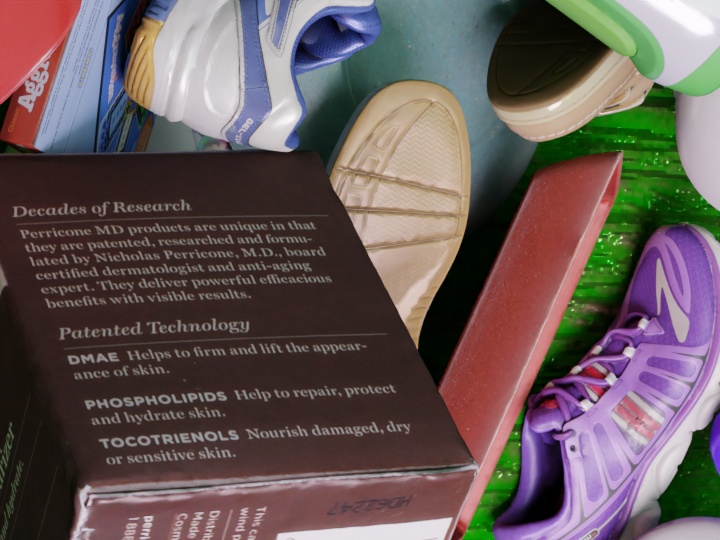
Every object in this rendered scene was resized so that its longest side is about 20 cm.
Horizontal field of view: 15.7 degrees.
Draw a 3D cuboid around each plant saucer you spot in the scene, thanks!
[{"bbox_3d":[0.069,0.037,1.251,0.037,0.200,0.200,24,89,7],"label":"plant saucer"},{"bbox_3d":[0.025,-0.101,1.232,0.201,0.039,0.201,-4,97,-34],"label":"plant saucer"}]

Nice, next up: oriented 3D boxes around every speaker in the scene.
[{"bbox_3d":[0.089,-0.161,1.129,0.200,0.088,0.088,34,83,-13],"label":"speaker"}]

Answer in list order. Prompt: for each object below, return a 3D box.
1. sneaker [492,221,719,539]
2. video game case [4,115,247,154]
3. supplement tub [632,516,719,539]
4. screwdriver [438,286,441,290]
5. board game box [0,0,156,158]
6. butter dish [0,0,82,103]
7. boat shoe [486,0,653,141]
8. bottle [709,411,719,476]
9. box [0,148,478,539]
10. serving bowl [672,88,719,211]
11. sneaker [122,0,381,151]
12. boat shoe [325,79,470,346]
[{"bbox_3d":[0.130,0.067,1.339,0.083,0.081,0.200,22,91,-29],"label":"sneaker"},{"bbox_3d":[-0.087,-0.001,1.214,0.200,0.024,0.182,22,90,-34],"label":"video game case"},{"bbox_3d":[0.205,0.201,1.362,0.200,0.123,0.123,26,88,-61],"label":"supplement tub"},{"bbox_3d":[-0.040,0.016,1.221,0.200,0.028,0.029,-12,137,-32],"label":"screwdriver"},{"bbox_3d":[-0.097,-0.135,1.125,0.103,0.019,0.200,37,68,-66],"label":"board game box"},{"bbox_3d":[-0.197,-0.107,1.044,0.200,0.199,0.148,-41,143,-16],"label":"butter dish"},{"bbox_3d":[0.119,-0.106,1.243,0.200,0.071,0.065,-51,132,-50],"label":"boat shoe"},{"bbox_3d":[0.248,0.055,1.370,0.084,0.065,0.200,52,40,-12],"label":"bottle"},{"bbox_3d":[-0.078,0.074,1.068,0.164,0.200,0.166,-3,132,-25],"label":"box"},{"bbox_3d":[0.197,-0.124,1.291,0.066,0.200,0.200,18,94,8],"label":"serving bowl"},{"bbox_3d":[-0.024,-0.133,1.142,0.088,0.075,0.200,27,64,3],"label":"sneaker"},{"bbox_3d":[0.000,0.000,1.196,0.071,0.069,0.200,7,111,-15],"label":"boat shoe"}]
